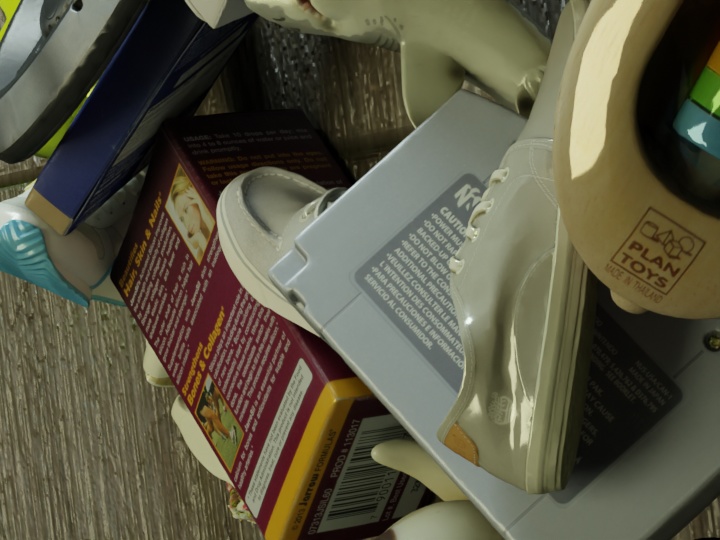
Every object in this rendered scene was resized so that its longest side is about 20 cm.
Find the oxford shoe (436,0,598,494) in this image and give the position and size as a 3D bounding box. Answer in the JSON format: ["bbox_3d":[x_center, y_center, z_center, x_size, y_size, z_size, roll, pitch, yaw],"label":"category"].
[{"bbox_3d":[0.066,-0.014,1.072,0.075,0.058,0.200,53,-135,-72],"label":"oxford shoe"}]

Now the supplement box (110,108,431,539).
[{"bbox_3d":[-0.036,0.026,1.361,0.200,0.086,0.110,57,140,36],"label":"supplement box"}]

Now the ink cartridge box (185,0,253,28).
[{"bbox_3d":[-0.049,-0.223,1.178,0.145,0.084,0.200,54,149,16],"label":"ink cartridge box"}]

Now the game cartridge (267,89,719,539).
[{"bbox_3d":[0.072,0.026,1.115,0.200,0.133,0.042,48,174,25],"label":"game cartridge"}]

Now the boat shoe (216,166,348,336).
[{"bbox_3d":[0.000,0.000,1.250,0.200,0.072,0.069,49,149,42],"label":"boat shoe"}]

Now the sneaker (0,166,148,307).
[{"bbox_3d":[-0.151,-0.028,1.464,0.200,0.076,0.081,-6,-61,-82],"label":"sneaker"}]

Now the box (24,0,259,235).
[{"bbox_3d":[-0.084,-0.114,1.356,0.032,0.121,0.200,40,126,2],"label":"box"}]

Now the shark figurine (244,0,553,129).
[{"bbox_3d":[0.064,-0.073,1.212,0.215,0.128,0.090,52,179,1],"label":"shark figurine"}]

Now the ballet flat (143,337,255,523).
[{"bbox_3d":[-0.075,0.056,1.456,0.200,0.064,0.076,54,140,40],"label":"ballet flat"}]

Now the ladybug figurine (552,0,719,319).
[{"bbox_3d":[0.145,-0.073,1.006,0.200,0.136,0.072,-57,4,14],"label":"ladybug figurine"}]

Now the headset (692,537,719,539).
[{"bbox_3d":[0.117,0.149,1.128,0.123,0.094,0.200,-30,67,57],"label":"headset"}]

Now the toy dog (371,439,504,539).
[{"bbox_3d":[0.002,0.175,1.221,0.139,0.200,0.194,-18,82,58],"label":"toy dog"}]

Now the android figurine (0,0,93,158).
[{"bbox_3d":[-0.141,-0.164,1.489,0.200,0.041,0.182,-57,38,24],"label":"android figurine"}]

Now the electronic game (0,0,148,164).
[{"bbox_3d":[-0.125,-0.140,1.345,0.200,0.042,0.200,-51,19,25],"label":"electronic game"}]
